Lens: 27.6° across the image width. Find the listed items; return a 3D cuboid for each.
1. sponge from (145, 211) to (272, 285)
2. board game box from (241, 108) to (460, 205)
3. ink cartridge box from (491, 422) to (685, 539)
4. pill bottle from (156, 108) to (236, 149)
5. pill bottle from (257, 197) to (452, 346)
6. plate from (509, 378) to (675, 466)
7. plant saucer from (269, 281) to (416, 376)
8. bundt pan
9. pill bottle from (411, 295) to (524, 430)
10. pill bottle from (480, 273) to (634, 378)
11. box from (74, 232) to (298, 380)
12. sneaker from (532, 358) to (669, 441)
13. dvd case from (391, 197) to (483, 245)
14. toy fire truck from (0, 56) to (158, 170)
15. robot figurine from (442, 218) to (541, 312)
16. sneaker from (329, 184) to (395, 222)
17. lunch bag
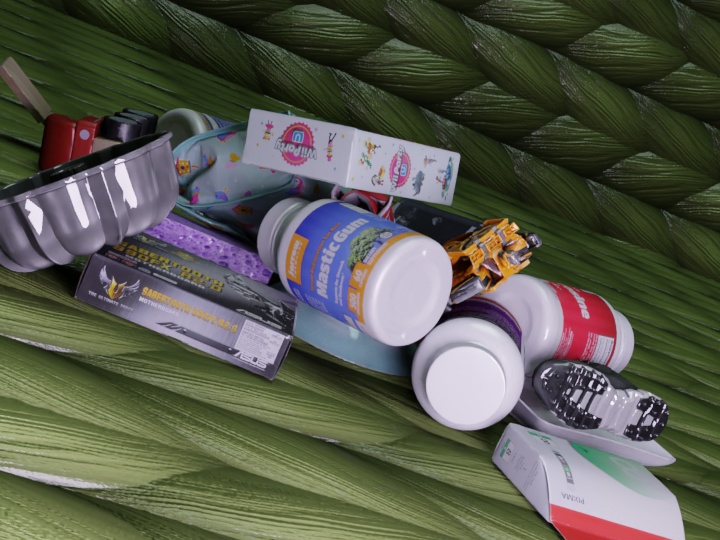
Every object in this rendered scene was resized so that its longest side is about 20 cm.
[{"bbox_3d":[-0.191,-0.038,1.662,0.199,0.030,0.112,22,4,-5],"label":"sponge"},{"bbox_3d":[-0.007,-0.122,1.587,0.147,0.065,0.200,15,7,35],"label":"board game box"},{"bbox_3d":[0.230,0.216,1.335,0.160,0.050,0.200,19,10,-24],"label":"ink cartridge box"},{"bbox_3d":[-0.184,-0.144,1.988,0.200,0.116,0.116,12,16,-48],"label":"pill bottle"},{"bbox_3d":[-0.013,-0.008,1.467,0.112,0.113,0.200,13,8,-46],"label":"pill bottle"},{"bbox_3d":[0.224,0.159,1.638,0.199,0.032,0.200,19,12,-30],"label":"plate"},{"bbox_3d":[-0.018,0.054,1.608,0.199,0.036,0.200,23,10,-4],"label":"plant saucer"},{"bbox_3d":[-0.251,-0.057,1.321,0.201,0.076,0.202,-19,11,4],"label":"bundt pan"},{"bbox_3d":[0.110,0.094,1.483,0.112,0.113,0.200,25,10,3],"label":"pill bottle"},{"bbox_3d":[0.226,0.072,1.676,0.200,0.113,0.112,13,15,-48],"label":"pill bottle"},{"bbox_3d":[-0.159,0.026,1.395,0.199,0.048,0.158,24,11,-4],"label":"box"},{"bbox_3d":[0.239,0.130,1.564,0.200,0.067,0.090,21,8,-39],"label":"sneaker"},{"bbox_3d":[0.060,-0.010,1.768,0.150,0.025,0.200,20,45,28],"label":"dvd case"},{"bbox_3d":[-0.360,-0.176,1.794,0.199,0.129,0.176,12,11,0],"label":"toy fire truck"},{"bbox_3d":[0.096,0.000,1.525,0.200,0.145,0.058,-21,-77,55],"label":"robot figurine"},{"bbox_3d":[0.004,-0.066,1.632,0.071,0.113,0.200,10,35,4],"label":"sneaker"},{"bbox_3d":[-0.127,-0.095,1.739,0.199,0.122,0.170,-15,-21,22],"label":"lunch bag"}]
